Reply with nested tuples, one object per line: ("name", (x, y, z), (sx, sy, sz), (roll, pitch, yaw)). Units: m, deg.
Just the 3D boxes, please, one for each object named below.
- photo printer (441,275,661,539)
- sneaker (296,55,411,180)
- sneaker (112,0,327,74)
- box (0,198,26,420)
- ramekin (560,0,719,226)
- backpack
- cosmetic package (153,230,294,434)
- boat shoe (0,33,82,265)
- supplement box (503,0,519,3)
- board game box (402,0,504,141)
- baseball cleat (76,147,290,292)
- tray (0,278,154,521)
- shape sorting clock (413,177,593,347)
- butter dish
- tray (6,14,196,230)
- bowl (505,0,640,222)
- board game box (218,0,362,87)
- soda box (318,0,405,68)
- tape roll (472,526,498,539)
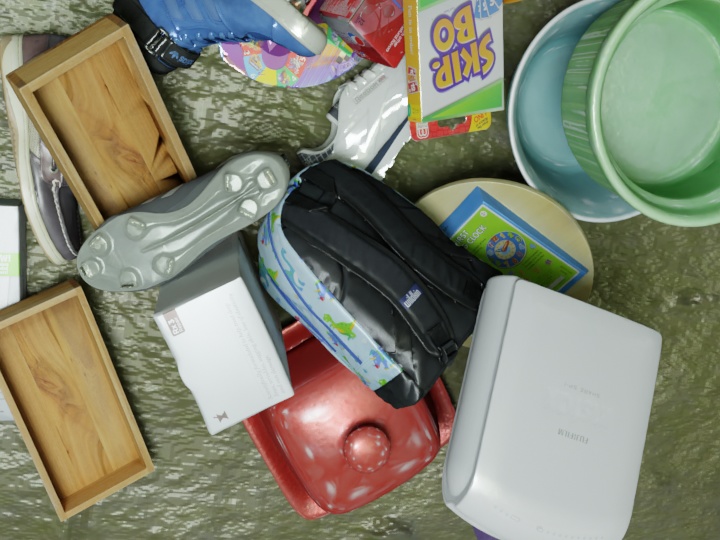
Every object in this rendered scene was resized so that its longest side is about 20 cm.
("photo printer", (0.156, 0.124, 0.757), (0.164, 0.069, 0.204), (20, 77, -18))
("sneaker", (0.023, -0.163, 0.861), (0.080, 0.076, 0.202), (34, 93, -8))
("sneaker", (-0.127, -0.204, 0.790), (0.198, 0.077, 0.112), (33, 98, 14))
("box", (-0.385, 0.035, 0.840), (0.153, 0.041, 0.204), (2, 101, -12))
("ramekin", (0.268, -0.146, 0.789), (0.196, 0.098, 0.204), (-2, 103, -11))
("backpack", (0.000, 0.000, 0.818), (0.200, 0.153, 0.164), (45, 61, -13))
("cosmetic package", (-0.119, 0.042, 0.809), (0.080, 0.200, 0.114), (-24, 109, -3))
("boat shoe", (-0.268, -0.107, 0.815), (0.063, 0.072, 0.204), (-9, 99, -4))
("supplement box", (0.218, -0.303, 0.838), (0.196, 0.126, 0.075), (-17, 104, -8))
("board game box", (0.081, -0.218, 0.802), (0.094, 0.030, 0.204), (-13, 112, -29))
("baseball cleat", (-0.146, -0.043, 0.800), (0.197, 0.107, 0.071), (-23, 102, 6))
("tray", (-0.273, 0.121, 0.859), (0.098, 0.037, 0.203), (-26, 113, -23))
("shape sorting clock", (0.125, -0.002, 0.894), (0.196, 0.040, 0.203), (7, 130, 8))
("butter dish", (-0.006, 0.146, 0.884), (0.198, 0.148, 0.202), (-29, 107, -4))
("tray", (-0.206, -0.101, 0.788), (0.098, 0.037, 0.202), (-37, 137, -19))
("bowl", (0.217, -0.155, 0.882), (0.197, 0.105, 0.205), (-3, 103, -11))
("board game box", (-0.062, -0.267, 0.833), (0.155, 0.039, 0.204), (-13, 104, -8))
("soda box", (0.050, -0.285, 0.823), (0.070, 0.063, 0.202), (35, 89, -39))
("tape roll", (0.162, 0.177, 0.897), (0.064, 0.200, 0.204), (5, 102, -12))
